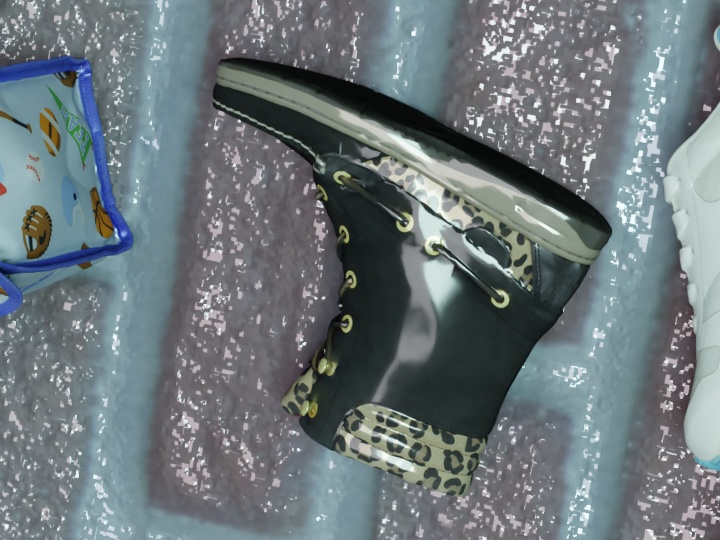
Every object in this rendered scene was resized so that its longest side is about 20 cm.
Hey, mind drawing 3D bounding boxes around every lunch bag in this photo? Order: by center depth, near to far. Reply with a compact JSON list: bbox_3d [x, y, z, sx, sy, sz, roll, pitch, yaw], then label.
[{"bbox_3d":[-0.225,-0.022,1.084,0.169,0.200,0.125,-17,91,19],"label":"lunch bag"}]

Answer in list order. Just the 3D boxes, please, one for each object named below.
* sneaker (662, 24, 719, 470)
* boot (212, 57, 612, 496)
[{"bbox_3d":[0.172,-0.013,1.017,0.080,0.076,0.202,17,96,25],"label":"sneaker"},{"bbox_3d":[0.000,0.000,1.078,0.199,0.073,0.152,25,104,9],"label":"boot"}]
